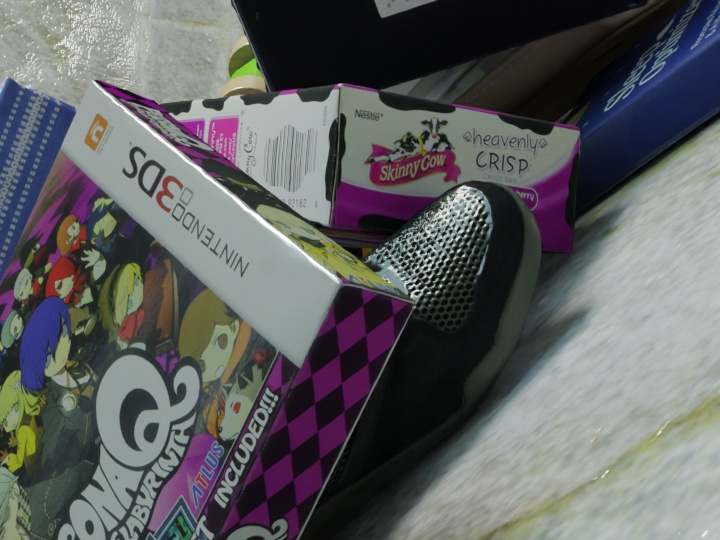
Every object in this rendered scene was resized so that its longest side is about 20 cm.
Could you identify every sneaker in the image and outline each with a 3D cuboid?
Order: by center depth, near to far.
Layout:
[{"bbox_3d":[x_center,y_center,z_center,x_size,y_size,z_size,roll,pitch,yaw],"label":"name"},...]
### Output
[{"bbox_3d":[-0.019,0.031,0.614,0.199,0.114,0.076,-44,45,3],"label":"sneaker"}]

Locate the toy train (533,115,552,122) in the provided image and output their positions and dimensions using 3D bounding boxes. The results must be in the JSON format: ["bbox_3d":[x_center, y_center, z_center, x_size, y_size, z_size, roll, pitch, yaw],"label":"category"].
[{"bbox_3d":[0.044,-0.013,0.883,0.200,0.034,0.046,-45,10,-14],"label":"toy train"}]

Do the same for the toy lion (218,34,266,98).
[{"bbox_3d":[-0.077,-0.045,1.136,0.199,0.191,0.069,-29,34,31],"label":"toy lion"}]

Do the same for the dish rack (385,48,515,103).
[{"bbox_3d":[0.075,-0.134,1.012,0.171,0.044,0.200,-38,-2,-29],"label":"dish rack"}]

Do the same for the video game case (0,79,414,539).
[{"bbox_3d":[-0.083,0.058,0.541,0.181,0.036,0.202,38,105,49],"label":"video game case"}]

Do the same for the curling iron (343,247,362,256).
[{"bbox_3d":[0.000,0.000,0.859,0.049,0.026,0.200,-17,18,1],"label":"curling iron"}]

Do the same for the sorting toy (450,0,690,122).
[{"bbox_3d":[0.106,-0.115,0.928,0.185,0.037,0.199,-38,-6,38],"label":"sorting toy"}]

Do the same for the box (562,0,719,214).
[{"bbox_3d":[0.148,-0.091,0.776,0.200,0.032,0.121,-39,9,40],"label":"box"}]

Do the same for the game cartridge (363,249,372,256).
[{"bbox_3d":[-0.103,-0.005,1.117,0.200,0.175,0.033,-37,37,42],"label":"game cartridge"}]

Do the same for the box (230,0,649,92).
[{"bbox_3d":[0.043,-0.195,0.847,0.198,0.124,0.199,-15,23,18],"label":"box"}]

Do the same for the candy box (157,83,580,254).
[{"bbox_3d":[-0.014,-0.044,0.755,0.199,0.135,0.062,2,87,54],"label":"candy box"}]

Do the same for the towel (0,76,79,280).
[{"bbox_3d":[-0.115,0.003,0.830,0.024,0.198,0.146,-28,43,57],"label":"towel"}]
